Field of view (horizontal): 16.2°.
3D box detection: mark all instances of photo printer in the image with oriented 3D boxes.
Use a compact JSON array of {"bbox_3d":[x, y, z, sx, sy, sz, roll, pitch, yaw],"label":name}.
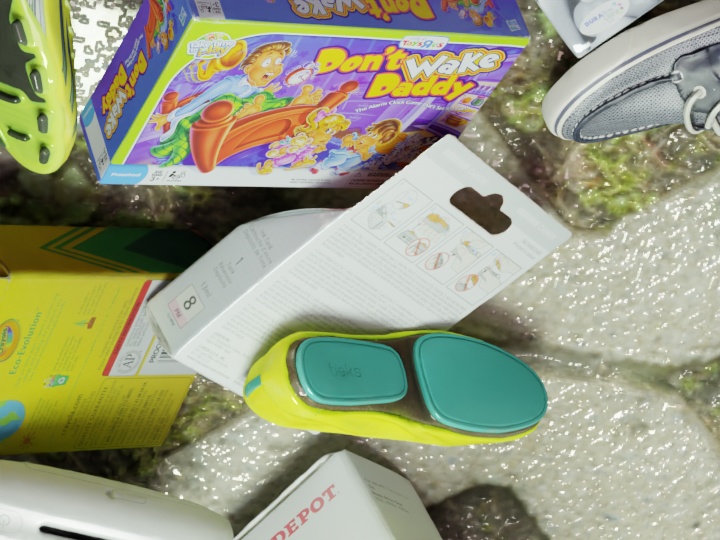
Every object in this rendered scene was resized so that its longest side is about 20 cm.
[{"bbox_3d":[-0.168,0.153,1.446,0.166,0.200,0.070,15,81,-19],"label":"photo printer"}]

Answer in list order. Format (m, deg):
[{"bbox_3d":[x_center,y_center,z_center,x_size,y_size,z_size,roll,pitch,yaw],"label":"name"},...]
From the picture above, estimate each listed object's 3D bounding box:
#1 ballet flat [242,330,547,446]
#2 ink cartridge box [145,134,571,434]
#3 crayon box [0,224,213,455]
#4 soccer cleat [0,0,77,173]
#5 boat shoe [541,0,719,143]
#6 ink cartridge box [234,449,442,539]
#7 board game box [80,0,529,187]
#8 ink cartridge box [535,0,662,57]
[{"bbox_3d":[0.016,0.070,1.451,0.199,0.067,0.067,8,153,-40],"label":"ballet flat"},{"bbox_3d":[0.000,0.000,1.433,0.200,0.057,0.162,-42,145,10],"label":"ink cartridge box"},{"bbox_3d":[-0.175,0.039,1.413,0.199,0.051,0.127,1,124,-46],"label":"crayon box"},{"bbox_3d":[-0.174,-0.148,1.346,0.064,0.084,0.201,11,124,33],"label":"soccer cleat"},{"bbox_3d":[0.206,-0.098,1.407,0.199,0.093,0.075,-25,157,6],"label":"boat shoe"},{"bbox_3d":[-0.001,0.231,1.506,0.145,0.200,0.087,-43,144,15],"label":"ink cartridge box"},{"bbox_3d":[-0.030,-0.102,1.330,0.199,0.045,0.135,0,145,-30],"label":"board game box"},{"bbox_3d":[0.143,-0.247,1.356,0.198,0.043,0.200,-34,117,11],"label":"ink cartridge box"}]
